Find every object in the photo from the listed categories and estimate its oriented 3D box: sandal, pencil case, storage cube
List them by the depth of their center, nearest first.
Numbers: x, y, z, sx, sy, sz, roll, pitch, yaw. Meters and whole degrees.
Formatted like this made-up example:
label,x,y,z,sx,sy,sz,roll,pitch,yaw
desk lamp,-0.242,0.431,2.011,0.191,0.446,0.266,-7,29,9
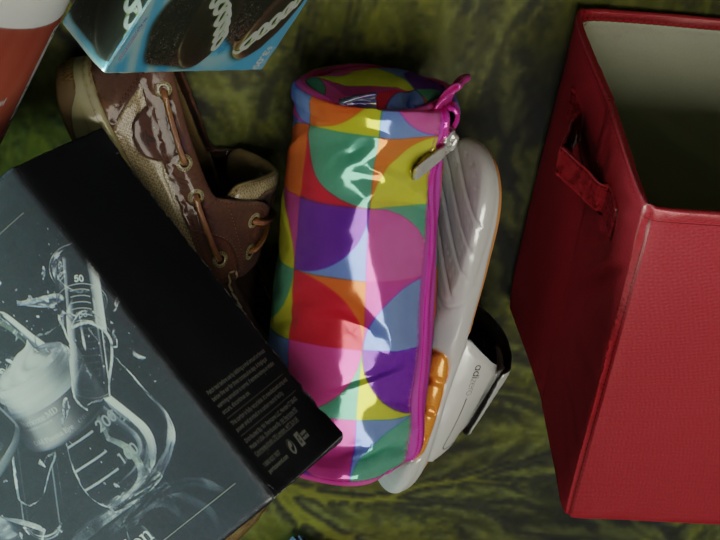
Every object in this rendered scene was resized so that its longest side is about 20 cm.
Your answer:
label,x,y,z,sx,sy,sz,roll,pitch,yaw
pencil case,0.000,0.000,1.258,0.088,0.088,0.202,3,108,-10
storage cube,0.179,0.000,1.263,0.198,0.171,0.181,3,126,-11
sandal,0.051,0.027,1.318,0.059,0.079,0.208,-1,130,-25

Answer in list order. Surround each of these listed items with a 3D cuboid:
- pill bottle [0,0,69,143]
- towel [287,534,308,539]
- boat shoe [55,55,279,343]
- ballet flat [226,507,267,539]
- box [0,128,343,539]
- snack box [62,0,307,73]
label,x,y,z,sx,sy,sz,roll,pitch,yaw
pill bottle,-0.193,-0.112,1.167,0.112,0.112,0.201,19,120,-20
towel,0.007,0.230,1.472,0.199,0.049,0.112,29,116,-26
boat shoe,-0.070,-0.028,1.270,0.072,0.072,0.201,-24,118,10
ballet flat,-0.093,0.060,1.340,0.065,0.070,0.201,-31,130,-18
box,-0.147,0.073,1.199,0.200,0.104,0.182,-40,88,21
snack box,-0.036,-0.173,1.155,0.116,0.037,0.200,-8,139,-55
